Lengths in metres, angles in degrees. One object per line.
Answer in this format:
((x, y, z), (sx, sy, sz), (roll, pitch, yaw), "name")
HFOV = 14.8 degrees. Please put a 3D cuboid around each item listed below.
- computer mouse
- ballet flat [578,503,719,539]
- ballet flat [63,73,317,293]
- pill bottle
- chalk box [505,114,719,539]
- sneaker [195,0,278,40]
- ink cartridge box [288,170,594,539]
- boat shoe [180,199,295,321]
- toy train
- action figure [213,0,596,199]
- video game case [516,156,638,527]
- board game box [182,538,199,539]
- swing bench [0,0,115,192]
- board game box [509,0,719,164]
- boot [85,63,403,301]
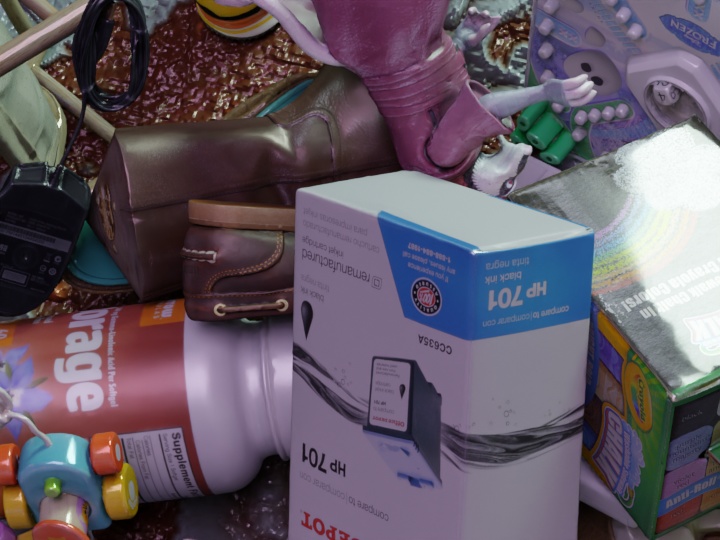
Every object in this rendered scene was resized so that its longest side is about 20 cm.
((-0.164, -0.065, 1.504), (0.059, 0.034, 0.200), (20, 108, -19), "computer mouse")
((0.201, 0.134, 1.493), (0.200, 0.072, 0.068), (-3, 72, 9), "ballet flat")
((-0.094, -0.048, 1.603), (0.200, 0.072, 0.068), (-37, 97, -16), "ballet flat")
((-0.120, 0.073, 1.550), (0.200, 0.112, 0.112), (-8, 68, 6), "pill bottle")
((0.173, 0.043, 1.424), (0.124, 0.124, 0.200), (-23, 55, -19), "chalk box")
((-0.032, -0.233, 1.663), (0.070, 0.090, 0.200), (33, 78, 19), "sneaker")
((0.038, 0.063, 1.413), (0.146, 0.086, 0.200), (20, 113, 49), "ink cartridge box")
((0.000, 0.000, 1.510), (0.200, 0.070, 0.070), (2, 92, -12), "boat shoe")
((-0.207, 0.145, 1.502), (0.150, 0.200, 0.056), (19, 47, -20), "toy train")
((0.025, -0.105, 1.464), (0.149, 0.134, 0.200), (-28, 103, -12), "action figure")
((0.117, 0.032, 1.532), (0.200, 0.024, 0.182), (28, 56, 24), "video game case")
((-0.007, 0.243, 1.473), (0.200, 0.097, 0.159), (7, 71, 12), "board game box")
((-0.229, -0.073, 1.577), (0.130, 0.199, 0.200), (38, 79, 20), "swing bench")
((0.172, -0.088, 1.514), (0.200, 0.200, 0.026), (31, 60, 18), "board game box")
((-0.062, -0.090, 1.541), (0.200, 0.064, 0.186), (-12, 92, -15), "boot")
